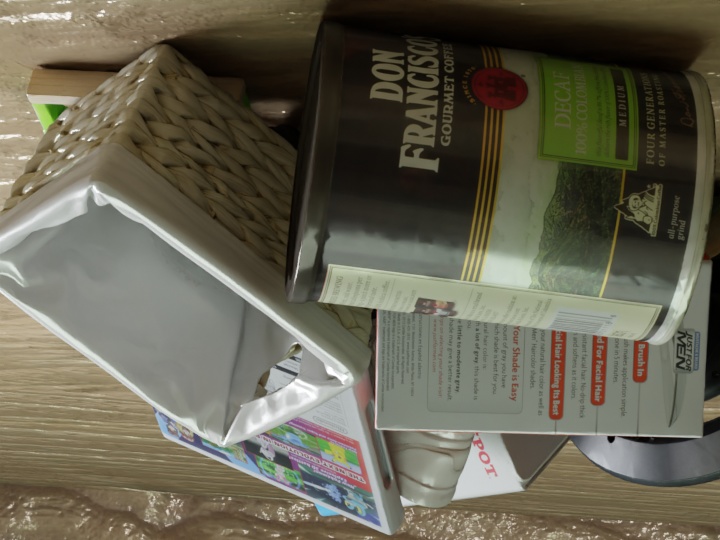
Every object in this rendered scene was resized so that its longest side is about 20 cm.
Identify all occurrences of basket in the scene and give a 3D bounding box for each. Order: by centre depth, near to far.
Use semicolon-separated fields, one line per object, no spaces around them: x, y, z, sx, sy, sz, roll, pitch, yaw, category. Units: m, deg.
-0.095;-0.015;1.118;0.200;0.124;0.135;38;137;-25;basket

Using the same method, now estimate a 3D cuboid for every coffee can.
0.068;-0.045;1.025;0.199;0.147;0.146;7;168;-6;coffee can

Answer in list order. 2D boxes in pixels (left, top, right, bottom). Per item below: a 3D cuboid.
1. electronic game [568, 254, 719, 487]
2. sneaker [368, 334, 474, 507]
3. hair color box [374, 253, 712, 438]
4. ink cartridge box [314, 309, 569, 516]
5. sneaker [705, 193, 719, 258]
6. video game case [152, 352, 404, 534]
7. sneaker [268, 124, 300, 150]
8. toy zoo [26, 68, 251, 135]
0.218;0.052;1.288;0.199;0.201;0.042;-3;144;34;electronic game
0.002;0.059;1.343;0.200;0.116;0.074;33;-152;20;sneaker
0.109;0.040;1.199;0.199;0.111;0.064;2;-169;3;hair color box
0.034;0.090;1.433;0.200;0.146;0.084;-13;-162;41;ink cartridge box
0.154;-0.018;1.277;0.200;0.090;0.067;-31;178;21;sneaker
-0.070;0.082;1.306;0.199;0.023;0.183;20;145;28;video game case
0.005;-0.049;1.244;0.088;0.074;0.200;-19;157;15;sneaker
-0.118;-0.056;1.222;0.131;0.021;0.200;4;150;12;toy zoo
